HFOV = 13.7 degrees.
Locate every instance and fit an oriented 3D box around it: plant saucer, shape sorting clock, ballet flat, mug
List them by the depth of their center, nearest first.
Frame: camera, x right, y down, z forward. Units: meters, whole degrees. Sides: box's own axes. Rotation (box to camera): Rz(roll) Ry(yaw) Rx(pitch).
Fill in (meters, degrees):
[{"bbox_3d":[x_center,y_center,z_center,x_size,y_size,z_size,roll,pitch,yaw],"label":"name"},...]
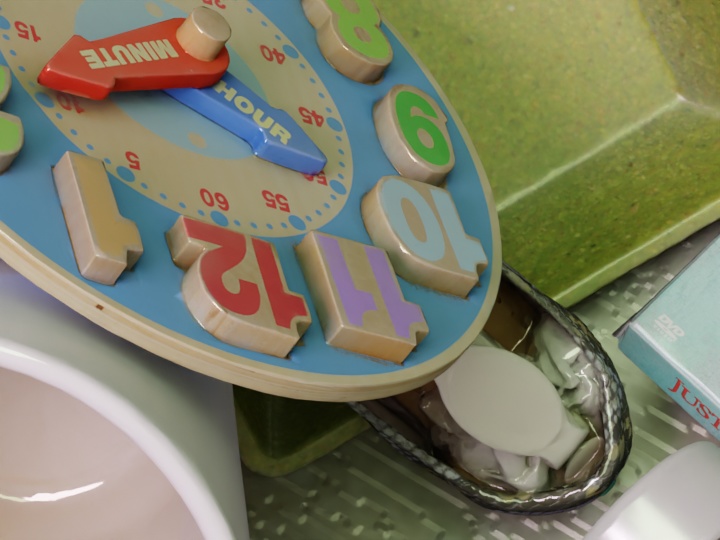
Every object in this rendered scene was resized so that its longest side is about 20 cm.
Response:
[{"bbox_3d":[-0.046,-0.049,0.744,0.200,0.039,0.200,27,38,-23],"label":"shape sorting clock"},{"bbox_3d":[-0.112,0.050,0.746,0.186,0.150,0.153,4,24,2],"label":"mug"},{"bbox_3d":[0.000,0.000,0.822,0.200,0.072,0.072,38,72,-17],"label":"ballet flat"},{"bbox_3d":[0.006,-0.075,0.870,0.200,0.048,0.200,-30,106,-7],"label":"plant saucer"}]

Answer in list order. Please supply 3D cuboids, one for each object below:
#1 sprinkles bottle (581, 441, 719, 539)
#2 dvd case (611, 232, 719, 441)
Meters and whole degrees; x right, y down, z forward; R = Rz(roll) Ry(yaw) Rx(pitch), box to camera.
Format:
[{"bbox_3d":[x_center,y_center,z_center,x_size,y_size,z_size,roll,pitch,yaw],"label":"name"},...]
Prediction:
[{"bbox_3d":[0.140,0.137,0.809,0.068,0.068,0.200,-41,72,-13],"label":"sprinkles bottle"},{"bbox_3d":[0.191,0.003,0.864,0.146,0.022,0.200,44,66,12],"label":"dvd case"}]
